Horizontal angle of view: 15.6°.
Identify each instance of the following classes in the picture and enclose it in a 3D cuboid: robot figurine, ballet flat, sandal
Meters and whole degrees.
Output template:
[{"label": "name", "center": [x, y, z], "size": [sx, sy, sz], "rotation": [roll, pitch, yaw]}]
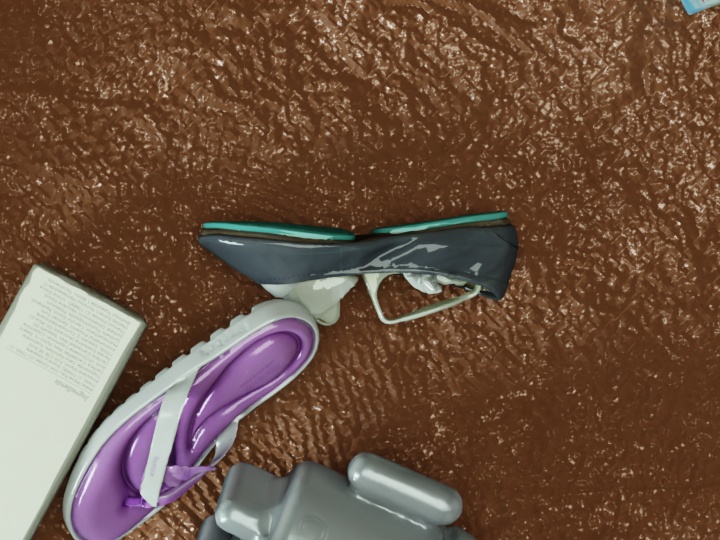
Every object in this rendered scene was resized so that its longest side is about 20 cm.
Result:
[{"label": "robot figurine", "center": [-0.002, 0.190, 1.601], "size": [0.200, 0.113, 0.170], "rotation": [24, 116, -5]}, {"label": "ballet flat", "center": [0.000, 0.000, 1.623], "size": [0.200, 0.073, 0.073], "rotation": [-2, 91, -7]}, {"label": "sandal", "center": [-0.103, 0.098, 1.595], "size": [0.203, 0.050, 0.082], "rotation": [-46, 135, 8]}]

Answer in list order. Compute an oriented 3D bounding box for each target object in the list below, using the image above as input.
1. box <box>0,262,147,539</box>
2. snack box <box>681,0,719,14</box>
[{"label": "box", "center": [-0.210, 0.099, 1.605], "size": [0.082, 0.068, 0.200], "rotation": [30, 89, -4]}, {"label": "snack box", "center": [0.296, -0.216, 1.621], "size": [0.200, 0.116, 0.037], "rotation": [-24, 92, -5]}]
